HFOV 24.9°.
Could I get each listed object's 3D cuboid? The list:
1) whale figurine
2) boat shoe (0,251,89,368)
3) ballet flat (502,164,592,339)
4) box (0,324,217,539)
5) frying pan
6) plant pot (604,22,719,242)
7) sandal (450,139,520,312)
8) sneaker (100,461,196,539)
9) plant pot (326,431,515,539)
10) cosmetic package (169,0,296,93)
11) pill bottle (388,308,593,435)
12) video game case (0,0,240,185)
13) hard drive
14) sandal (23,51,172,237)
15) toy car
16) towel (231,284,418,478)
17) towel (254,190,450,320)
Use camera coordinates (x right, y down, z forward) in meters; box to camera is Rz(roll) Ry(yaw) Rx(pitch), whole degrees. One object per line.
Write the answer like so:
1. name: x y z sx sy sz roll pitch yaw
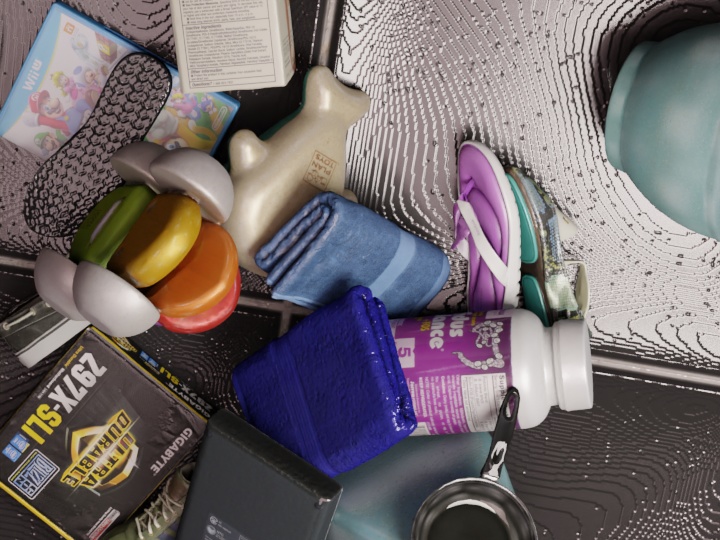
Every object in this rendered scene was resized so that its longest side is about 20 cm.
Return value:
1. whale figurine: -0.070 -0.094 1.537 0.159 0.104 0.201 27 88 -37
2. boat shoe: -0.275 0.017 1.592 0.200 0.071 0.064 -37 103 15
3. ballet flat: 0.181 -0.013 1.562 0.074 0.074 0.201 -11 109 7
4. box: -0.268 0.169 1.652 0.160 0.049 0.200 41 106 -7
5. frying pan: 0.094 0.202 1.431 0.114 0.031 0.191 -3 75 -12
6. plant pot: 0.300 -0.134 1.458 0.133 0.200 0.202 18 110 26
7. sandal: 0.113 -0.021 1.544 0.050 0.082 0.204 -19 111 -30
8. sneaker: -0.179 0.230 1.623 0.199 0.067 0.090 -23 135 -9
9. plant pot: 0.071 0.258 1.545 0.195 0.200 0.197 -26 106 -16
10. cosmetic package: -0.120 -0.269 1.482 0.103 0.087 0.201 -2 108 6
11. pill bottle: 0.113 0.093 1.516 0.198 0.112 0.113 -5 107 11
12. video game case: -0.234 -0.147 1.564 0.199 0.018 0.144 29 108 -5
13. hard drive: -0.102 0.241 1.529 0.139 0.033 0.201 31 128 17
14. sandal: -0.243 -0.114 1.547 0.075 0.048 0.201 36 94 -7
15. toy car: -0.181 -0.011 1.464 0.150 0.200 0.176 42 74 -30
16. towel: -0.031 0.117 1.498 0.200 0.049 0.149 -35 67 42
17. towel: 0.000 0.000 1.520 0.112 0.049 0.200 -46 141 15
